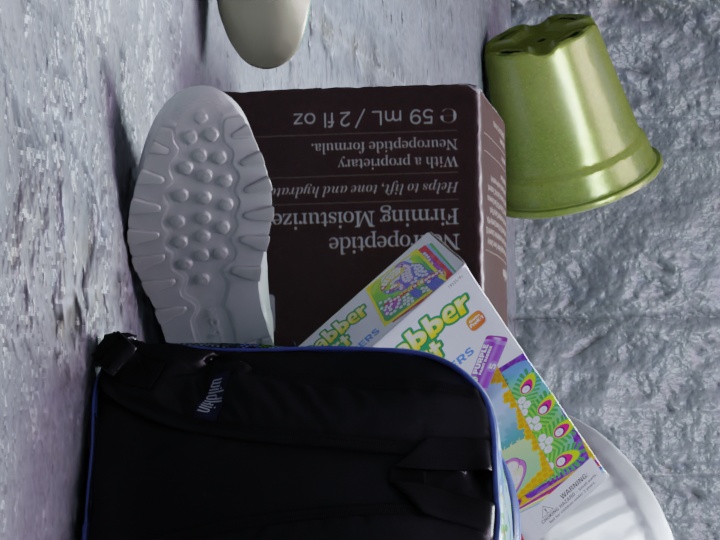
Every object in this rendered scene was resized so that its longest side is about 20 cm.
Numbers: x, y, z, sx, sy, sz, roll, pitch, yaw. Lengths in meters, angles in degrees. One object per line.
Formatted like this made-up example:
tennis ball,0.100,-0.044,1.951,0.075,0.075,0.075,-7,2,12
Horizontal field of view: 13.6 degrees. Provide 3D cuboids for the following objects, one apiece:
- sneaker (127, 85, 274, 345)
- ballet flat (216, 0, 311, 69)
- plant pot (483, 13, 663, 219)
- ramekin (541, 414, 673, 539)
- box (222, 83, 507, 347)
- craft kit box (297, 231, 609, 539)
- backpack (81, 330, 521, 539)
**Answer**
sneaker,-0.083,-0.017,1.570,0.081,0.076,0.201,-99,-174,-53
ballet flat,-0.066,-0.218,1.736,0.069,0.069,0.201,57,31,-75
plant pot,0.222,-0.181,3.377,0.200,0.200,0.185,-72,148,-66
ramekin,0.095,0.193,1.867,0.098,0.200,0.201,-20,114,-42
box,0.000,0.000,1.763,0.164,0.165,0.201,31,57,-82
craft kit box,0.014,0.111,1.617,0.049,0.200,0.198,41,-9,51
backpack,-0.024,0.128,1.438,0.147,0.199,0.184,71,18,-57
